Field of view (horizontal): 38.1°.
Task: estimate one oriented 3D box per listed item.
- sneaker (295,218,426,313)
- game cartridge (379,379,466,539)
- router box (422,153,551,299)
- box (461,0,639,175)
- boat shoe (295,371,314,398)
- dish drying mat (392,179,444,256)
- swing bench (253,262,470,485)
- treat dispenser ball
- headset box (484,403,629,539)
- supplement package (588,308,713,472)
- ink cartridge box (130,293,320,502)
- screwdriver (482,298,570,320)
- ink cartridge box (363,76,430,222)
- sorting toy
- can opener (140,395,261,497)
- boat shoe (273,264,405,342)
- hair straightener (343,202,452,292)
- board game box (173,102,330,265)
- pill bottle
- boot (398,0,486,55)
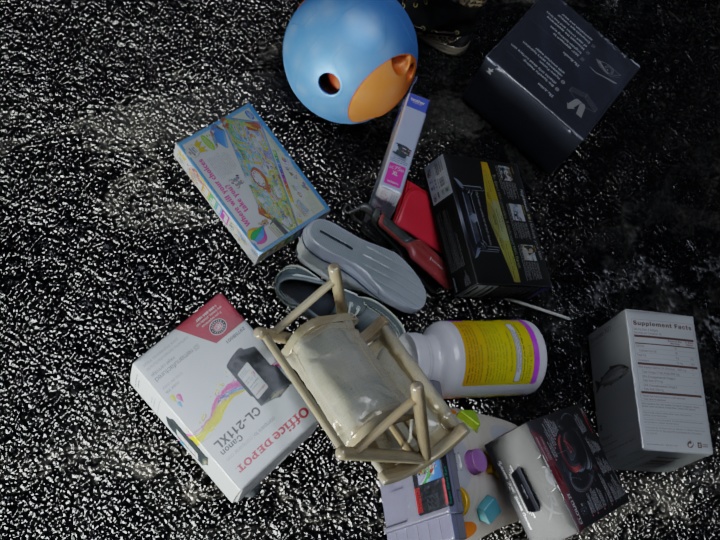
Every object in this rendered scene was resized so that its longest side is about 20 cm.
[{"bbox_3d":[0.000,0.000,1.458,0.199,0.071,0.074,34,54,-7],"label":"sneaker"},{"bbox_3d":[0.070,0.254,1.336,0.038,0.129,0.203,7,63,-35],"label":"game cartridge"},{"bbox_3d":[0.183,-0.062,1.507,0.155,0.052,0.203,3,65,-38],"label":"router box"},{"bbox_3d":[0.300,-0.300,1.655,0.196,0.118,0.200,41,61,2],"label":"box"},{"bbox_3d":[-0.083,0.145,1.368,0.197,0.069,0.076,-17,73,-23],"label":"boat shoe"},{"bbox_3d":[0.135,-0.053,1.518,0.198,0.018,0.078,31,62,-24],"label":"dish drying mat"},{"bbox_3d":[0.005,0.133,1.243,0.129,0.200,0.200,-39,59,2],"label":"swing bench"},{"bbox_3d":[-0.014,-0.315,1.514,0.197,0.201,0.204,7,65,-15],"label":"treat dispenser ball"},{"bbox_3d":[0.255,0.268,1.366,0.199,0.075,0.150,-4,65,-56],"label":"headset box"},{"bbox_3d":[0.409,0.173,1.485,0.115,0.117,0.203,6,65,-15],"label":"supplement package"},{"bbox_3d":[-0.161,0.155,1.270,0.145,0.083,0.200,-40,82,-25],"label":"ink cartridge box"},{"bbox_3d":[0.225,0.042,1.534,0.197,0.029,0.028,16,63,-10],"label":"screwdriver"},{"bbox_3d":[0.056,-0.169,1.519,0.041,0.120,0.203,17,63,-4],"label":"ink cartridge box"},{"bbox_3d":[0.160,0.264,1.394,0.178,0.106,0.203,7,64,-36],"label":"sorting toy"},{"bbox_3d":[-0.197,0.205,1.315,0.199,0.053,0.067,38,62,1],"label":"can opener"},{"bbox_3d":[-0.030,0.058,1.412,0.198,0.062,0.074,29,98,2],"label":"boat shoe"},{"bbox_3d":[0.045,-0.032,1.480,0.199,0.077,0.041,35,62,-25],"label":"hair straightener"},{"bbox_3d":[-0.154,-0.126,1.482,0.134,0.034,0.201,-33,80,-27],"label":"board game box"},{"bbox_3d":[0.148,0.120,1.420,0.197,0.104,0.106,1,67,-26],"label":"pill bottle"},{"bbox_3d":[0.103,-0.428,1.628,0.198,0.151,0.074,26,62,-6],"label":"boot"}]
